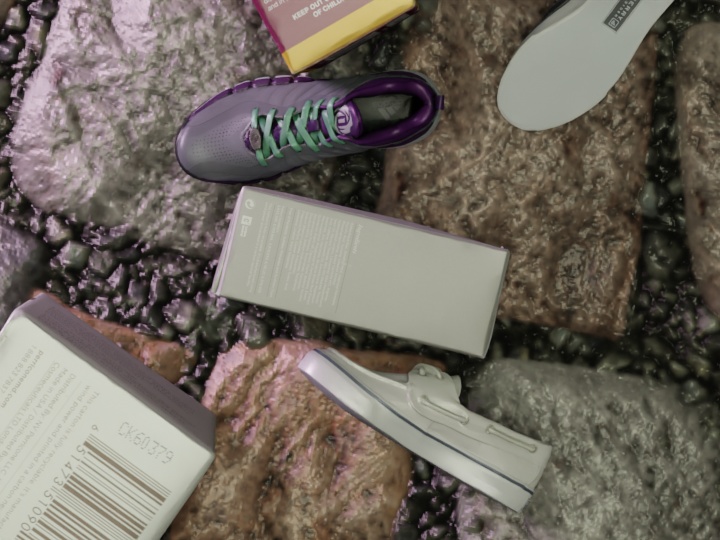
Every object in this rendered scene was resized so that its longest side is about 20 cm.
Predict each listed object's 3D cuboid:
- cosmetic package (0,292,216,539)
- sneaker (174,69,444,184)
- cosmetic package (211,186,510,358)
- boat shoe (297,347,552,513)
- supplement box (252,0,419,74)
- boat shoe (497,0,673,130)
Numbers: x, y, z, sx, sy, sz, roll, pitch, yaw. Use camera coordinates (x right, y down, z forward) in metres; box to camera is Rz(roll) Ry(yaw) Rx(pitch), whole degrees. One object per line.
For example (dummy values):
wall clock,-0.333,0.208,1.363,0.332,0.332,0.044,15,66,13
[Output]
cosmetic package,-0.209,0.131,1.454,0.165,0.200,0.165,36,89,-5
sneaker,-0.038,-0.110,1.513,0.198,0.088,0.075,-14,93,-3
cosmetic package,0.000,0.000,1.511,0.198,0.107,0.091,16,90,-2
boat shoe,0.049,0.102,1.540,0.199,0.074,0.066,32,85,-14
supplement box,-0.047,-0.248,1.483,0.103,0.131,0.201,-29,95,6
boat shoe,0.173,-0.188,1.536,0.072,0.068,0.200,34,111,-11
